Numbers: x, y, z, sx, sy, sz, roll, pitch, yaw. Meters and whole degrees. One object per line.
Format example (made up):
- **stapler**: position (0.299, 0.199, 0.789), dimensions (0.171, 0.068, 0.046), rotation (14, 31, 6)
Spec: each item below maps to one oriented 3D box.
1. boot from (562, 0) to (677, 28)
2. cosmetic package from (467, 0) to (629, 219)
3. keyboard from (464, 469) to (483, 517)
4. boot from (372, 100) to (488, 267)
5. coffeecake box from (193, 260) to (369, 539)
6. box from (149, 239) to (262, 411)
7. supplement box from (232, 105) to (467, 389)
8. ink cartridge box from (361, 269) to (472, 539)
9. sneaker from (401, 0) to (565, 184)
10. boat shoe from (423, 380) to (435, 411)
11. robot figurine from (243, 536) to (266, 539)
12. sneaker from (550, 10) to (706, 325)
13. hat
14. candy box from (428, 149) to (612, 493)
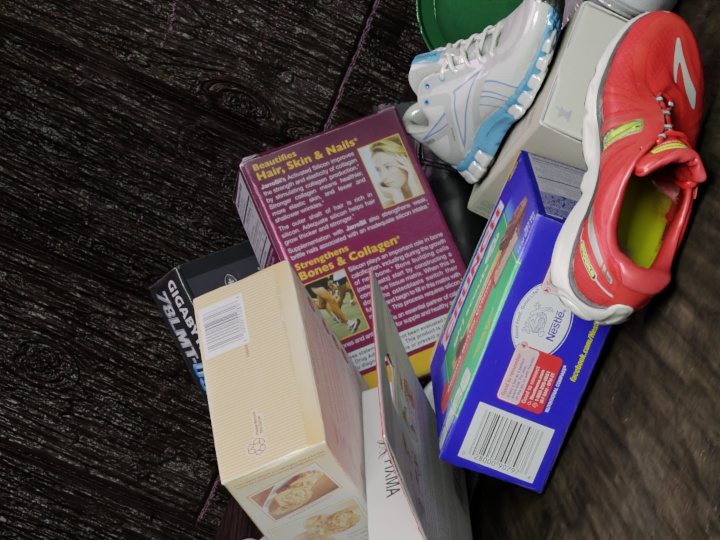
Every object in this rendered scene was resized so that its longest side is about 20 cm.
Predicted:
- **boot**: position (0.179, -0.184, 1.498), dimensions (0.096, 0.073, 0.200), rotation (-58, -1, 14)
- **cosmetic package**: position (0.148, -0.103, 1.482), dimensions (0.200, 0.071, 0.106), rotation (129, 163, -72)
- **keyboard**: position (0.063, 0.169, 1.497), dimensions (0.127, 0.020, 0.201), rotation (120, 171, -54)
- **boot**: position (0.094, -0.063, 1.694), dimensions (0.073, 0.197, 0.164), rotation (0, -94, -65)
- **coffeecake box**: position (-0.029, 0.119, 1.329), dimensions (0.200, 0.073, 0.154), rotation (59, -167, -46)
- **box**: position (-0.040, 0.067, 1.585), dimensions (0.199, 0.200, 0.050), rotation (-19, -11, -44)
- **supplement box**: position (0.000, 0.000, 1.520), dimensions (0.103, 0.130, 0.201), rotation (117, 132, -73)
- **ink cartridge box**: position (0.024, 0.123, 1.261), dimensions (0.044, 0.177, 0.200), rotation (-21, 27, 9)
- **sneaker**: position (0.082, -0.141, 1.462), dimensions (0.200, 0.086, 0.075), rotation (121, 172, -51)
- **boat shoe**: position (0.029, 0.169, 1.462), dimensions (0.201, 0.072, 0.071), rotation (-56, 0, -21)
- **robot figurine**: position (-0.053, 0.258, 1.551), dimensions (0.200, 0.169, 0.114), rotation (-39, -49, -36)
- **sneaker**: position (0.173, -0.063, 1.175), dimensions (0.085, 0.077, 0.201), rotation (-31, 42, 62)
- **hat**: position (0.143, -0.239, 1.631), dimensions (0.176, 0.164, 0.202), rotation (-149, 76, -81)
- **candy box**: position (0.109, 0.026, 1.318), dimensions (0.200, 0.076, 0.170), rotation (-83, 15, -76)
